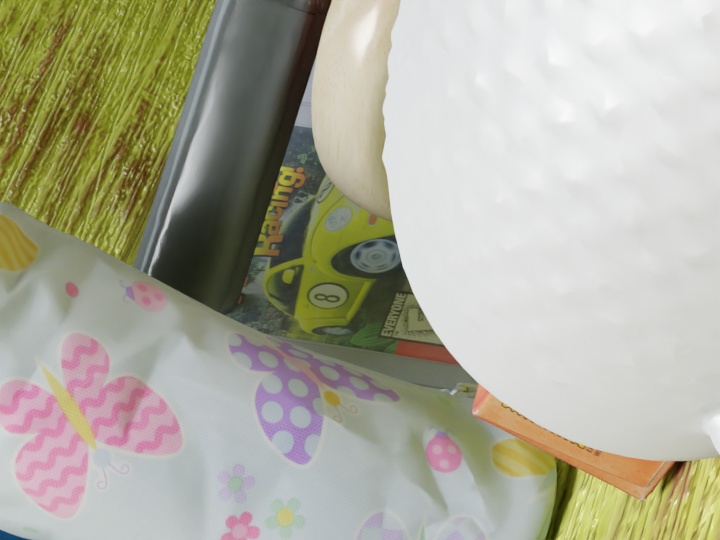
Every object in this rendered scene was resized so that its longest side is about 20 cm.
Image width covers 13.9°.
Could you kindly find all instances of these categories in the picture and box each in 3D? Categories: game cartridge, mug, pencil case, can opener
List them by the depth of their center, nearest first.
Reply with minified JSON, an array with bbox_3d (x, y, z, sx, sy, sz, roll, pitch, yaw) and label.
[{"bbox_3d":[0.087,-0.033,0.565,0.176,0.147,0.201,-63,36,41],"label":"mug"},{"bbox_3d":[-0.041,0.052,0.862,0.083,0.199,0.091,179,112,-74],"label":"pencil case"},{"bbox_3d":[-0.040,-0.084,0.953,0.053,0.066,0.201,-14,-63,-79],"label":"can opener"},{"bbox_3d":[0.000,0.000,1.006,0.041,0.132,0.201,76,-154,-46],"label":"game cartridge"}]

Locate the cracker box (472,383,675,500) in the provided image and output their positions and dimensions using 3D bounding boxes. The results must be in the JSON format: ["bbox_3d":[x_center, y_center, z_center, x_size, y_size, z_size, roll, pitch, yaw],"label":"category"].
[{"bbox_3d":[0.097,-0.054,0.801,0.134,0.057,0.200,-58,8,38],"label":"cracker box"}]

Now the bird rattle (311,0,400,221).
[{"bbox_3d":[0.040,-0.089,0.928,0.200,0.112,0.164,-11,-58,-63],"label":"bird rattle"}]

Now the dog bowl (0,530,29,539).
[{"bbox_3d":[-0.065,0.053,1.064,0.199,0.112,0.049,-20,10,-32],"label":"dog bowl"}]
